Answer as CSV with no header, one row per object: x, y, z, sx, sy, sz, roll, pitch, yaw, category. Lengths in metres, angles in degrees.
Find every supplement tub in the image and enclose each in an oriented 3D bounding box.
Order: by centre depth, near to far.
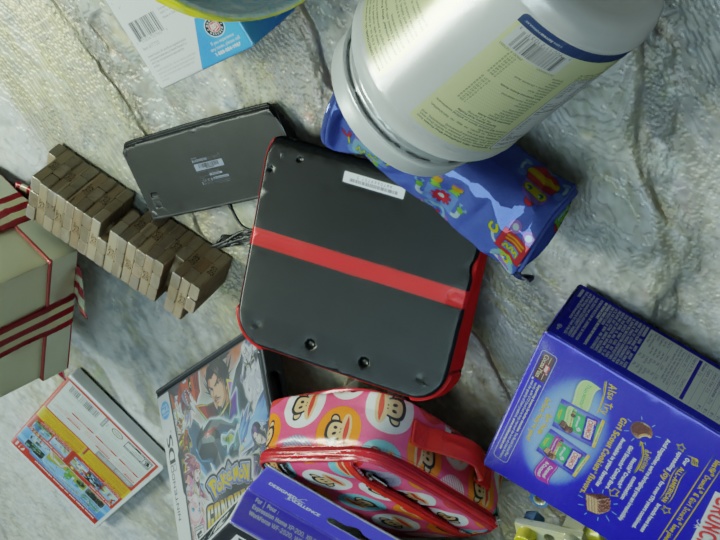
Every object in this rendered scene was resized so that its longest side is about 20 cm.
0.083,-0.161,0.939,0.145,0.145,0.200,47,138,-6,supplement tub

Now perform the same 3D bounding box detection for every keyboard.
-0.116,-0.072,1.252,0.199,0.021,0.128,-8,112,41,keyboard

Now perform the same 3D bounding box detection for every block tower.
-0.218,-0.034,1.331,0.199,0.058,0.054,34,136,11,block tower

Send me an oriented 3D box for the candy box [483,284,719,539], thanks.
0.216,0.133,1.130,0.199,0.077,0.170,32,136,13,candy box

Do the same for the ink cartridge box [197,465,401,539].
-0.040,0.268,1.279,0.197,0.044,0.200,30,142,-8,ink cartridge box

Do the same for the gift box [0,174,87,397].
-0.369,0.031,1.395,0.200,0.186,0.186,43,138,22,gift box

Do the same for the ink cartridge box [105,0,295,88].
-0.152,-0.253,1.095,0.115,0.068,0.201,-15,114,42,ink cartridge box

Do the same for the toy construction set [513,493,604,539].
0.224,0.260,1.224,0.199,0.092,0.132,29,139,30,toy construction set

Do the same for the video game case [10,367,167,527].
-0.304,0.201,1.613,0.143,0.017,0.200,45,137,-3,video game case

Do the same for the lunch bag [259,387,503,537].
0.031,0.166,1.241,0.175,0.083,0.200,-8,148,39,lunch bag

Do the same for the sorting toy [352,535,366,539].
0.013,0.287,1.377,0.198,0.037,0.185,7,156,30,sorting toy

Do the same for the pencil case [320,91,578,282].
0.064,-0.077,1.072,0.199,0.078,0.087,35,151,8,pencil case

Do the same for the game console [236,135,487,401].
0.000,0.000,1.165,0.198,0.031,0.179,17,103,18,game console

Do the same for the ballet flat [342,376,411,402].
0.018,0.075,1.260,0.067,0.047,0.201,14,137,14,ballet flat

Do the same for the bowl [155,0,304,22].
-0.109,-0.262,0.984,0.201,0.200,0.107,57,154,-17,bowl

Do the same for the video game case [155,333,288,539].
-0.126,0.169,1.371,0.200,0.025,0.183,-33,61,47,video game case
